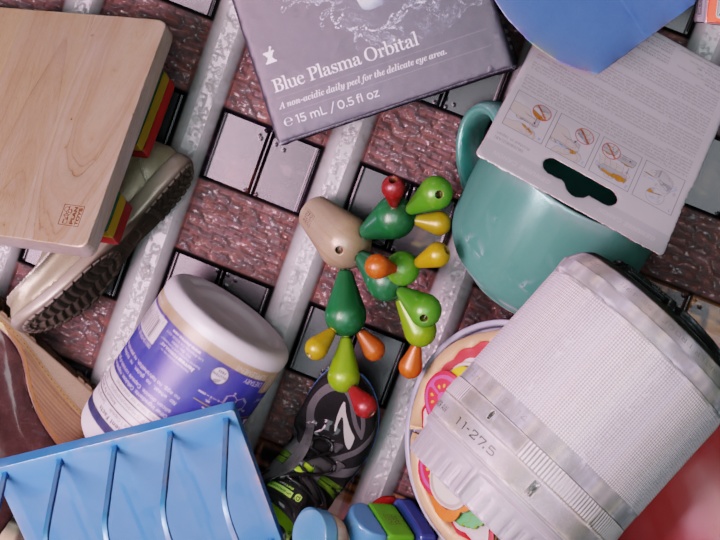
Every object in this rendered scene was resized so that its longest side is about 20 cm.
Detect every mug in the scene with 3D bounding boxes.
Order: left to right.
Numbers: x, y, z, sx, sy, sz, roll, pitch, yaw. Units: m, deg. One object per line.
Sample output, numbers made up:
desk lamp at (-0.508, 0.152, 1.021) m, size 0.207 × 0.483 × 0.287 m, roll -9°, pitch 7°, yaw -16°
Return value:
mug at (0.147, -0.039, 1.365) m, size 0.151 × 0.186 × 0.115 m, roll 19°, pitch 119°, yaw -15°

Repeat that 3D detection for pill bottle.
pill bottle at (-0.160, 0.116, 1.425) m, size 0.119 × 0.120 × 0.201 m, roll 35°, pitch 101°, yaw 1°

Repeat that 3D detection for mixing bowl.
mixing bowl at (0.263, 0.152, 1.338) m, size 0.199 × 0.200 × 0.109 m, roll -32°, pitch 98°, yaw 10°

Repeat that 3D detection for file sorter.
file sorter at (-0.174, 0.212, 1.334) m, size 0.198 × 0.123 × 0.140 m, roll -14°, pitch 120°, yaw 6°

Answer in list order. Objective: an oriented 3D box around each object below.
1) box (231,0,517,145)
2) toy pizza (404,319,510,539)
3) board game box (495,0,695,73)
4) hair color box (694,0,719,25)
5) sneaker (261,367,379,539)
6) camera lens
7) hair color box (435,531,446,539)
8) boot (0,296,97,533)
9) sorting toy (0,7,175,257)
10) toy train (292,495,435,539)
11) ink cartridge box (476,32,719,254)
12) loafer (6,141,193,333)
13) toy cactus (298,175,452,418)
box at (0.002, -0.224, 1.361) m, size 0.195 × 0.117 × 0.202 m, roll -17°, pitch 95°, yaw 9°
toy pizza at (0.109, 0.140, 1.359) m, size 0.199 × 0.032 × 0.203 m, roll 1°, pitch 92°, yaw 38°
board game box at (0.169, -0.239, 1.345) m, size 0.199 × 0.039 × 0.159 m, roll -36°, pitch 92°, yaw -27°
hair color box at (0.299, -0.288, 1.326) m, size 0.060 × 0.102 × 0.202 m, roll 6°, pitch 100°, yaw 5°
sneaker at (-0.045, 0.173, 1.439) m, size 0.070 × 0.083 × 0.201 m, roll 30°, pitch 99°, yaw 3°
camera lens at (0.153, 0.101, 1.226) m, size 0.160 × 0.160 × 0.200 m, roll 43°, pitch 89°, yaw -1°
hair color box at (0.103, 0.266, 1.446) m, size 0.108 × 0.065 × 0.202 m, roll 20°, pitch 98°, yaw 4°
boot at (-0.330, 0.114, 1.459) m, size 0.200 × 0.072 × 0.166 m, roll 44°, pitch 89°, yaw -8°
sorting toy at (-0.259, -0.104, 1.393) m, size 0.197 × 0.070 × 0.202 m, roll 8°, pitch 68°, yaw 23°
toy train at (-0.030, 0.275, 1.425) m, size 0.115 × 0.085 × 0.201 m, roll 11°, pitch 118°, yaw -36°
ink cartridge box at (0.188, -0.109, 1.331) m, size 0.161 × 0.050 × 0.201 m, roll 28°, pitch 58°, yaw 1°
loafer at (-0.223, -0.032, 1.431) m, size 0.068 × 0.076 × 0.200 m, roll 41°, pitch 81°, yaw 14°
toy cactus at (0.000, 0.000, 1.382) m, size 0.165 × 0.102 × 0.202 m, roll 43°, pitch 127°, yaw 38°
